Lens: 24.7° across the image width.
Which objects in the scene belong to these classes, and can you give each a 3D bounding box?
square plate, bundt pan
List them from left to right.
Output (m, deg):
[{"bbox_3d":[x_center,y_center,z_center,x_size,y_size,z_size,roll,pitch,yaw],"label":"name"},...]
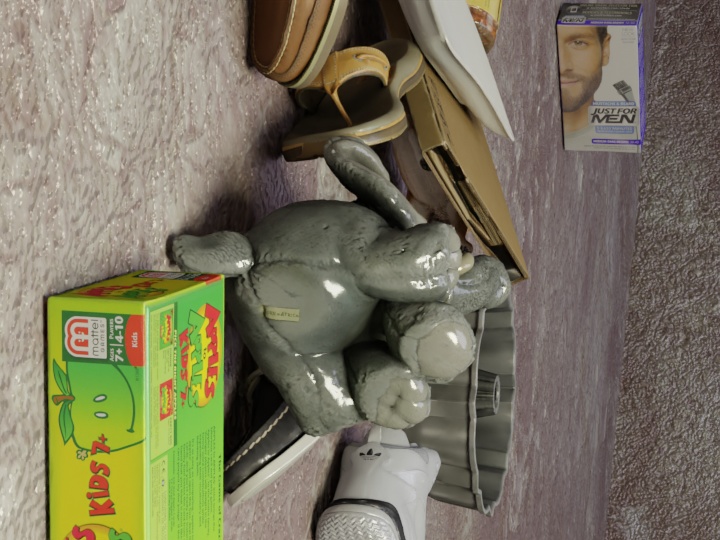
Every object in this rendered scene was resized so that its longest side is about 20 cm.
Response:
[{"bbox_3d":[0.047,-0.205,1.168,0.198,0.028,0.202,41,29,-66],"label":"square plate"},{"bbox_3d":[0.079,0.102,1.379,0.202,0.075,0.205,3,90,-76],"label":"bundt pan"}]

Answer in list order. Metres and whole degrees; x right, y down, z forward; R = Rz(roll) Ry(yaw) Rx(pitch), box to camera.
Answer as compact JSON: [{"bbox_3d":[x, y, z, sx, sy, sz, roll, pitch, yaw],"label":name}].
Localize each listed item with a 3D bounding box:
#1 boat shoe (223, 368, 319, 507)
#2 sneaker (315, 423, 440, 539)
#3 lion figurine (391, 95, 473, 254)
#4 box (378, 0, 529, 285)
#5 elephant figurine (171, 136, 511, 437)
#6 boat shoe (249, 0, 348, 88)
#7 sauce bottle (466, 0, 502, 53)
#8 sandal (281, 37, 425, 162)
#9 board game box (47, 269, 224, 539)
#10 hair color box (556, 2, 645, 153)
[{"bbox_3d":[-0.034,0.064,0.971,0.060,0.074,0.200,49,43,-4],"label":"boat shoe"},{"bbox_3d":[0.026,0.196,1.188,0.201,0.074,0.116,72,27,-45],"label":"sneaker"},{"bbox_3d":[0.042,-0.084,1.227,0.123,0.072,0.201,-87,165,-50],"label":"lion figurine"},{"bbox_3d":[0.065,-0.108,1.189,0.164,0.021,0.201,53,18,-46],"label":"box"},{"bbox_3d":[0.000,0.000,0.927,0.200,0.140,0.157,-78,149,-67],"label":"elephant figurine"},{"bbox_3d":[-0.041,-0.203,0.910,0.067,0.072,0.202,1,107,-36],"label":"boat shoe"},{"bbox_3d":[0.098,-0.280,1.419,0.066,0.065,0.202,68,28,-57],"label":"sauce bottle"},{"bbox_3d":[-0.007,-0.117,1.033,0.200,0.079,0.054,-64,136,-61],"label":"sandal"},{"bbox_3d":[-0.100,0.107,0.749,0.102,0.047,0.203,-24,116,-74],"label":"board game box"},{"bbox_3d":[0.325,-0.257,2.204,0.065,0.108,0.202,-67,155,-49],"label":"hair color box"}]
